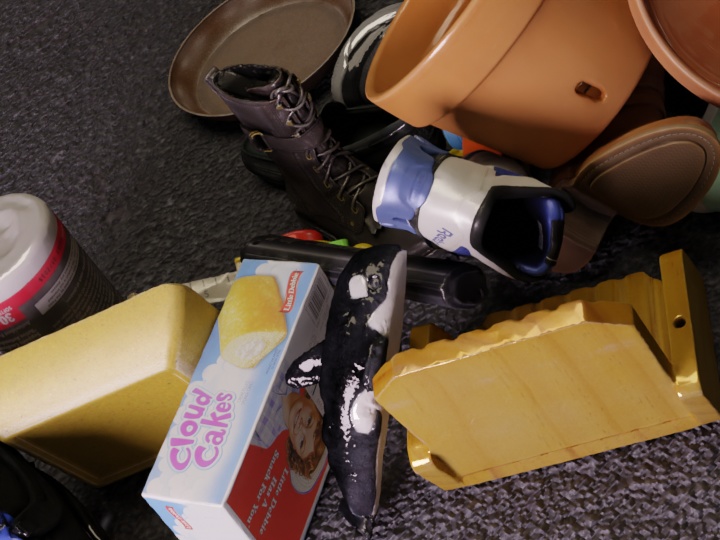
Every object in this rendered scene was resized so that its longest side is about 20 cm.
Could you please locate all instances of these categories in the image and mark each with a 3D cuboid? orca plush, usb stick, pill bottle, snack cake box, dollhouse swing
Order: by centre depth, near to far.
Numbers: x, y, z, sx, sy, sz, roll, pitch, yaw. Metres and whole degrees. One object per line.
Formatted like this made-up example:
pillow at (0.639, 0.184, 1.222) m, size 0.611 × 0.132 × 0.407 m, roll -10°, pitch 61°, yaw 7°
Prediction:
dollhouse swing at (0.113, 0.035, 1.081) m, size 0.199 × 0.176 × 0.182 m, roll -17°, pitch 43°, yaw 20°
orca plush at (-0.014, 0.078, 1.118) m, size 0.071 × 0.201 × 0.105 m, roll 8°, pitch 27°, yaw 10°
snack cake box at (-0.068, 0.106, 1.164) m, size 0.067 × 0.115 × 0.201 m, roll 4°, pitch 54°, yaw 26°
usb stick at (0.000, 0.000, 1.191) m, size 0.199 × 0.055 × 0.033 m, roll 10°, pitch 100°, yaw 36°
pill bottle at (-0.237, 0.044, 1.284) m, size 0.110 × 0.200 × 0.111 m, roll -19°, pitch 42°, yaw 18°

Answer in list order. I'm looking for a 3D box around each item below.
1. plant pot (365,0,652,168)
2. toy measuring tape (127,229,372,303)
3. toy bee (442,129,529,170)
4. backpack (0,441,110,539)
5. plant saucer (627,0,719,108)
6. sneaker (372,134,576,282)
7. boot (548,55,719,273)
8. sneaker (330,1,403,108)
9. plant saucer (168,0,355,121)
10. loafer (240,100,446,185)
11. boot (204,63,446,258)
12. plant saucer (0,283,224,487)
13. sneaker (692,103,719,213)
plant pot at (0.116, -0.166, 1.174) m, size 0.200 × 0.140 × 0.200 m, roll -50°, pitch 16°, yaw 20°
toy measuring tape at (-0.081, 0.014, 1.299) m, size 0.199 × 0.074 × 0.074 m, roll -14°, pitch 42°, yaw 5°
toy bee at (0.120, -0.122, 1.308) m, size 0.130 × 0.109 × 0.201 m, roll 13°, pitch 83°, yaw 33°
backpack at (-0.274, 0.212, 1.171) m, size 0.168 × 0.163 × 0.200 m, roll -41°, pitch 41°, yaw -4°
plant saucer at (0.276, -0.194, 1.132) m, size 0.199 × 0.032 × 0.201 m, roll 3°, pitch 71°, yaw -10°
sneaker at (0.096, -0.032, 1.133) m, size 0.115 × 0.199 × 0.081 m, roll 26°, pitch 99°, yaw 23°
boot at (0.204, -0.095, 1.182) m, size 0.156 × 0.076 × 0.200 m, roll -63°, pitch 7°, yaw -33°
sneaker at (0.072, -0.192, 1.410) m, size 0.200 × 0.076 × 0.114 m, roll -36°, pitch 37°, yaw -8°
plant saucer at (-0.090, -0.210, 1.572) m, size 0.199 × 0.032 × 0.201 m, roll -19°, pitch 42°, yaw 18°
loafer at (-0.022, -0.115, 1.401) m, size 0.200 × 0.071 × 0.068 m, roll 0°, pitch 50°, yaw 34°
boot at (-0.027, -0.086, 1.294) m, size 0.199 × 0.174 × 0.069 m, roll 16°, pitch 60°, yaw 43°
plant saucer at (-0.172, 0.098, 1.208) m, size 0.199 × 0.200 × 0.049 m, roll -23°, pitch 61°, yaw 12°
sneaker at (0.316, -0.126, 1.184) m, size 0.118 × 0.074 × 0.201 m, roll 2°, pitch 60°, yaw 42°
